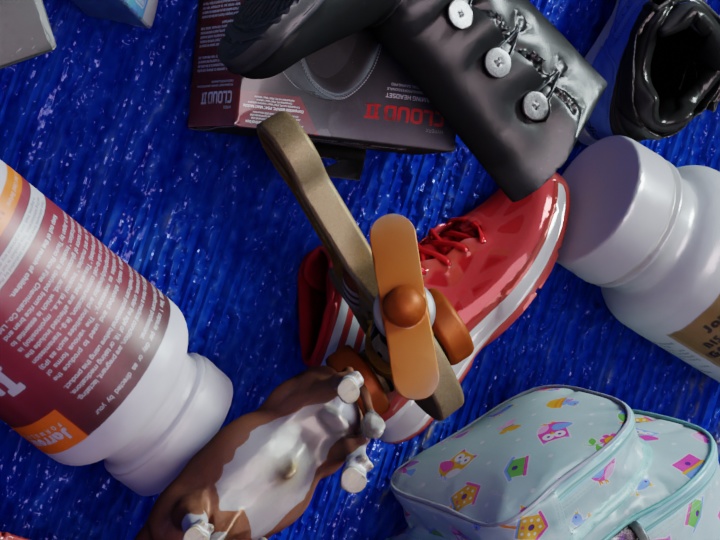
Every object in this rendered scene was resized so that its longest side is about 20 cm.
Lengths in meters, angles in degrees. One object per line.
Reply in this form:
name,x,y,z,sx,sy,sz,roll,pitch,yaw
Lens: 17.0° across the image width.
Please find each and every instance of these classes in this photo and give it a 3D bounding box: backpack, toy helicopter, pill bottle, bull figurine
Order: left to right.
pill bottle,-0.171,0.035,1.347,0.200,0.113,0.113,40,75,-22
bull figurine,-0.065,0.126,1.316,0.065,0.121,0.200,46,74,-14
toy helicopter,0.000,0.000,1.365,0.079,0.132,0.201,-33,104,-7
backpack,0.128,0.156,1.470,0.199,0.176,0.154,-23,107,-28
pill bottle,0.217,-0.002,1.532,0.200,0.114,0.115,30,80,-29

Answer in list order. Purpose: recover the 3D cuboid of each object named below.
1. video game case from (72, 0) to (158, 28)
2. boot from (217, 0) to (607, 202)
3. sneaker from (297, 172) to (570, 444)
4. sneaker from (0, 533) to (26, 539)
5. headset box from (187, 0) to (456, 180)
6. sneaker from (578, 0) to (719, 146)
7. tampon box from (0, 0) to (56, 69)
video game case,-0.129,-0.241,1.313,0.045,0.200,0.182,13,86,7
boot,0.034,-0.113,1.390,0.165,0.066,0.200,-50,117,-15
sneaker,0.039,-0.004,1.471,0.115,0.078,0.200,40,74,-24
sneaker,-0.204,0.208,1.346,0.199,0.078,0.116,17,77,-25
headset box,-0.017,-0.156,1.436,0.148,0.077,0.201,6,89,-27
sneaker,0.204,-0.171,1.525,0.077,0.111,0.201,29,79,-25
tampon box,-0.272,-0.146,1.239,0.149,0.200,0.127,-23,103,-24
